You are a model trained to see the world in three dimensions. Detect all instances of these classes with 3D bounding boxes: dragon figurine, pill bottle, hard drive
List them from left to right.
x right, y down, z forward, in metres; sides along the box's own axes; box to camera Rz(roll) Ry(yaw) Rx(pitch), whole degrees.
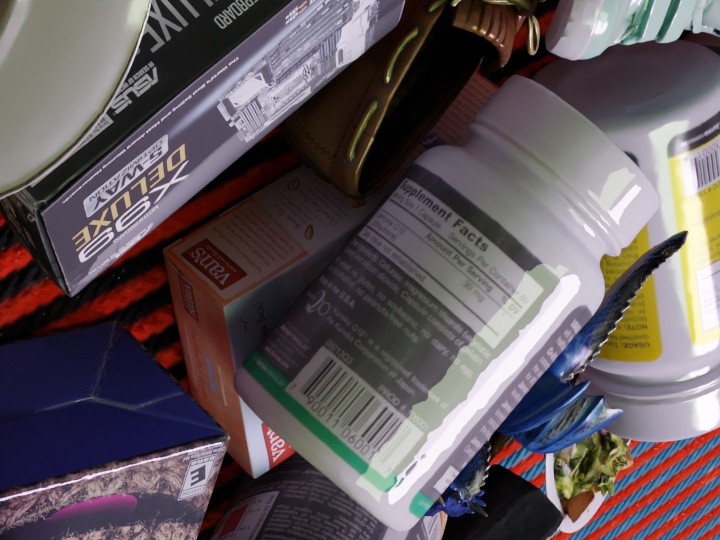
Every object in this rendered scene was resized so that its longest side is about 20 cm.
[{"bbox_3d":[-0.031,0.169,1.031,0.200,0.116,0.117,-60,167,-54],"label":"pill bottle"},{"bbox_3d":[0.051,0.177,1.184,0.140,0.033,0.200,-43,180,-3],"label":"hard drive"},{"bbox_3d":[0.043,0.014,0.932,0.200,0.113,0.113,-49,147,-2],"label":"pill bottle"},{"bbox_3d":[0.095,0.057,1.013,0.199,0.100,0.059,-24,151,18],"label":"dragon figurine"},{"bbox_3d":[0.156,-0.015,1.081,0.114,0.114,0.201,-28,121,-28],"label":"pill bottle"}]

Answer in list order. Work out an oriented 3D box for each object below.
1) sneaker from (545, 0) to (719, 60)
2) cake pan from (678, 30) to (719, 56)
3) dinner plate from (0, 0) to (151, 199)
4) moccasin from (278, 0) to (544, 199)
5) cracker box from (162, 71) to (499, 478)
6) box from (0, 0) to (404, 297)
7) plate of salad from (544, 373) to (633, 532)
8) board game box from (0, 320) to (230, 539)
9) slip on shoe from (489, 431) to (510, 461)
[{"bbox_3d":[0.164,-0.136,0.947,0.200,0.118,0.074,-48,161,-57],"label":"sneaker"},{"bbox_3d":[0.224,-0.051,1.095,0.037,0.200,0.201,-27,142,-26],"label":"cake pan"},{"bbox_3d":[-0.155,-0.113,0.609,0.201,0.200,0.024,-65,168,25],"label":"dinner plate"},{"bbox_3d":[0.048,-0.119,0.936,0.201,0.078,0.074,-45,146,-7],"label":"moccasin"},{"bbox_3d":[0.000,0.000,1.021,0.200,0.058,0.134,-33,143,-24],"label":"cracker box"},{"bbox_3d":[-0.065,-0.084,0.813,0.200,0.050,0.158,-41,173,-12],"label":"box"},{"bbox_3d":[0.160,0.066,1.223,0.200,0.048,0.201,-41,137,-53],"label":"plate of salad"},{"bbox_3d":[-0.173,0.142,0.931,0.159,0.097,0.201,-12,132,-42],"label":"board game box"},{"bbox_3d":[0.040,0.122,1.188,0.200,0.061,0.076,-54,146,9],"label":"slip on shoe"}]
